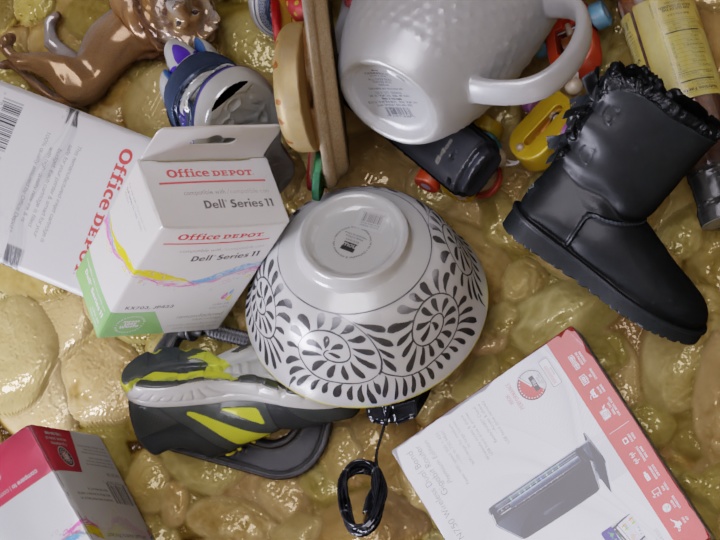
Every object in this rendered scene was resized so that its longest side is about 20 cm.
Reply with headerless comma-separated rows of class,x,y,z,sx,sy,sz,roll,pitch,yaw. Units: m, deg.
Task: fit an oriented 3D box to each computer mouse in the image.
computer mouse,0.025,0.130,1.655,0.058,0.034,0.201,-1,49,26

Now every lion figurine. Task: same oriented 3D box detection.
lion figurine,-0.218,-0.197,1.805,0.200,0.072,0.123,-39,82,20

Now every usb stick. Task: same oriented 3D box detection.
usb stick,0.040,-0.126,1.698,0.056,0.033,0.200,-51,50,5

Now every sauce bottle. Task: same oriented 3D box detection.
sauce bottle,0.260,-0.132,1.661,0.065,0.066,0.202,-17,79,12

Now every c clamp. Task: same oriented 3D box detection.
c clamp,-0.088,0.084,1.741,0.198,0.027,0.173,8,88,15

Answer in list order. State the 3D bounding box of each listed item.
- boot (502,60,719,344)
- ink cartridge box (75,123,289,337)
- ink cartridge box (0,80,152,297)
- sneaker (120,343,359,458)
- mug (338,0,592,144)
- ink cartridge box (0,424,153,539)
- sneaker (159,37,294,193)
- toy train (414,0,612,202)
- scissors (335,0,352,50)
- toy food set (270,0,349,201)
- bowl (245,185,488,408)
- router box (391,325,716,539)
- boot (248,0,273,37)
boot,0.223,-0.055,1.607,0.197,0.073,0.163,33,109,-5
ink cartridge box,-0.135,-0.030,1.638,0.200,0.116,0.068,-55,48,47
ink cartridge box,-0.270,-0.069,1.780,0.199,0.084,0.147,22,88,16
sneaker,-0.095,0.109,1.700,0.198,0.075,0.085,3,123,2
mug,0.084,-0.185,1.610,0.199,0.148,0.176,15,56,30
ink cartridge box,-0.225,0.233,1.686,0.085,0.148,0.201,-32,74,8
sneaker,-0.128,-0.144,1.695,0.080,0.200,0.147,-39,68,-6
toy train,0.129,-0.132,1.705,0.199,0.056,0.151,-27,49,19
scissors,0.001,-0.240,1.773,0.072,0.014,0.202,4,82,16
toy food set,-0.041,-0.156,1.653,0.048,0.199,0.202,-7,59,1
bowl,0.000,0.000,1.650,0.199,0.095,0.202,-4,54,5
router box,0.152,0.178,1.645,0.179,0.049,0.201,-35,74,7
boot,-0.023,-0.274,1.718,0.072,0.090,0.201,25,102,-26
